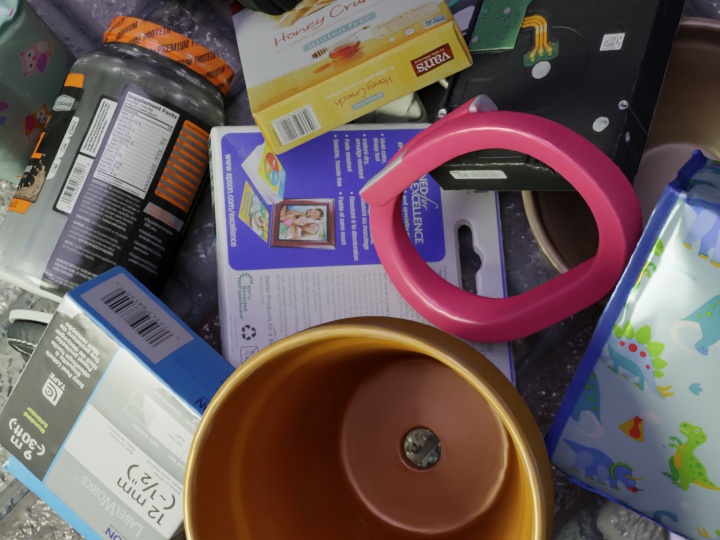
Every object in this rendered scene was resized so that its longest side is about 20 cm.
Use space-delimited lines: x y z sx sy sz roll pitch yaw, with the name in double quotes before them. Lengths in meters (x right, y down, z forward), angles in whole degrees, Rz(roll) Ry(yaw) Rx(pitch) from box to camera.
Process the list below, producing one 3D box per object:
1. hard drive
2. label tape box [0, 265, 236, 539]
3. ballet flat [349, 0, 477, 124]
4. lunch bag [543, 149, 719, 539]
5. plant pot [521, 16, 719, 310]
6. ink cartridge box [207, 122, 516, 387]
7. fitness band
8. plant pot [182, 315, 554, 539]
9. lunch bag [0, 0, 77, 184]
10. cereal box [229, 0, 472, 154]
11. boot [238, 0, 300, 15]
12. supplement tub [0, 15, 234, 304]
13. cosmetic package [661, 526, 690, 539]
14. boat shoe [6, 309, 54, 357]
"hard drive" 0.130 -0.143 0.893 0.139 0.038 0.201 1 63 37
"label tape box" -0.163 0.120 0.922 0.143 0.066 0.200 40 119 9
"ballet flat" 0.046 -0.141 0.991 0.199 0.073 0.073 -30 74 2
"lunch bag" 0.211 0.062 0.780 0.169 0.127 0.201 28 112 14
"plant pot" 0.208 -0.056 0.924 0.199 0.093 0.203 -2 77 10
"ink cartridge box" 0.000 0.000 0.959 0.198 0.043 0.200 -2 82 -11
"fitness band" 0.082 -0.027 0.861 0.144 0.200 0.037 46 52 -11
"plant pot" 0.022 0.121 0.825 0.199 0.183 0.202 1 95 15
"lunch bag" -0.309 -0.163 1.016 0.199 0.170 0.122 29 81 19
"cereal box" -0.014 -0.167 0.964 0.143 0.040 0.200 -25 34 5
"boot" -0.065 -0.278 1.022 0.211 0.080 0.157 -48 40 -16
"supplement tub" -0.170 -0.068 0.990 0.122 0.123 0.201 20 82 15
"cosmetic package" 0.221 0.139 0.874 0.071 0.101 0.202 -7 77 9
"boat shoe" -0.166 0.083 0.981 0.199 0.076 0.061 18 76 16
